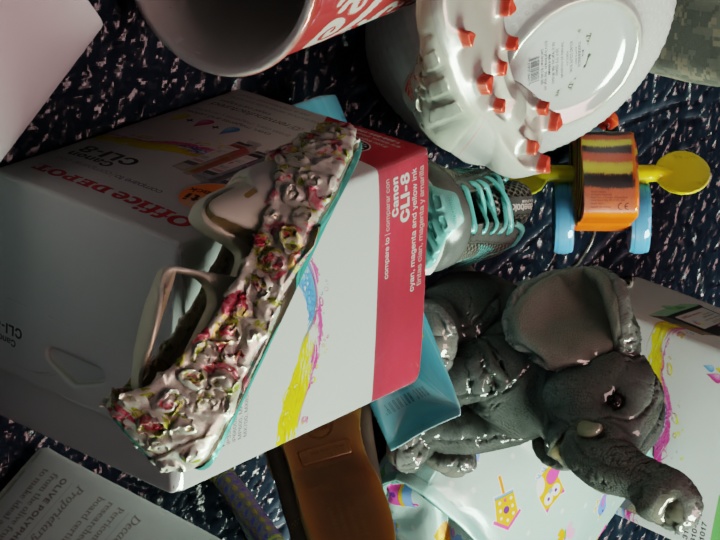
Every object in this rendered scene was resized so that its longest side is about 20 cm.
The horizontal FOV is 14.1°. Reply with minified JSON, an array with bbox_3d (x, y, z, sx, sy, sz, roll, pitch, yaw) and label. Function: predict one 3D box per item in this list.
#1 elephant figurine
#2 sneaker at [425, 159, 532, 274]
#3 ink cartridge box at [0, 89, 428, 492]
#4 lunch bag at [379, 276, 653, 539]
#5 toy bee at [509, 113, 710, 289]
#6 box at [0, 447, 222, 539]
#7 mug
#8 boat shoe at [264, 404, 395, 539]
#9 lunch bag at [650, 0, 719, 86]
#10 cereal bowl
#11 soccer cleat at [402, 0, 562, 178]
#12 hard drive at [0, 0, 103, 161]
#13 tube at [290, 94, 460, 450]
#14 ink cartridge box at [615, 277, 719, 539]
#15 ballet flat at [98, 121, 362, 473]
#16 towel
[{"bbox_3d":[0.121,0.071,1.712,0.142,0.200,0.155,24,72,-70],"label":"elephant figurine"},{"bbox_3d":[0.057,-0.037,1.704,0.200,0.091,0.078,168,-92,-86],"label":"sneaker"},{"bbox_3d":[-0.082,0.006,1.563,0.200,0.145,0.145,-24,124,-46],"label":"ink cartridge box"},{"bbox_3d":[0.089,0.117,1.876,0.170,0.122,0.200,-54,148,-19],"label":"lunch bag"},{"bbox_3d":[0.147,-0.061,1.892,0.131,0.200,0.109,5,74,-20],"label":"toy bee"},{"bbox_3d":[-0.140,0.248,1.587,0.200,0.171,0.199,-51,142,-21],"label":"box"},{"bbox_3d":[-0.012,-0.209,1.561,0.200,0.133,0.178,-22,125,-49],"label":"mug"},{"bbox_3d":[-0.026,0.098,1.702,0.070,0.070,0.200,106,-23,-66],"label":"boat shoe"},{"bbox_3d":[0.239,-0.183,1.880,0.200,0.164,0.118,-14,113,-49],"label":"lunch bag"},{"bbox_3d":[0.107,-0.144,1.729,0.200,0.083,0.200,-19,136,-19],"label":"cereal bowl"},{"bbox_3d":[0.053,-0.107,1.614,0.200,0.078,0.069,57,46,-59],"label":"soccer cleat"},{"bbox_3d":[-0.218,-0.088,1.438,0.200,0.027,0.132,-55,143,-18],"label":"hard drive"},{"bbox_3d":[0.000,0.000,1.656,0.050,0.077,0.200,-19,83,-30],"label":"tube"},{"bbox_3d":[0.229,0.105,1.987,0.084,0.200,0.145,-9,115,-48],"label":"ink cartridge box"},{"bbox_3d":[-0.063,0.003,1.414,0.064,0.076,0.200,31,71,-17],"label":"ballet flat"},{"bbox_3d":[-0.036,0.189,1.687,0.023,0.200,0.144,-35,139,-5],"label":"towel"}]
